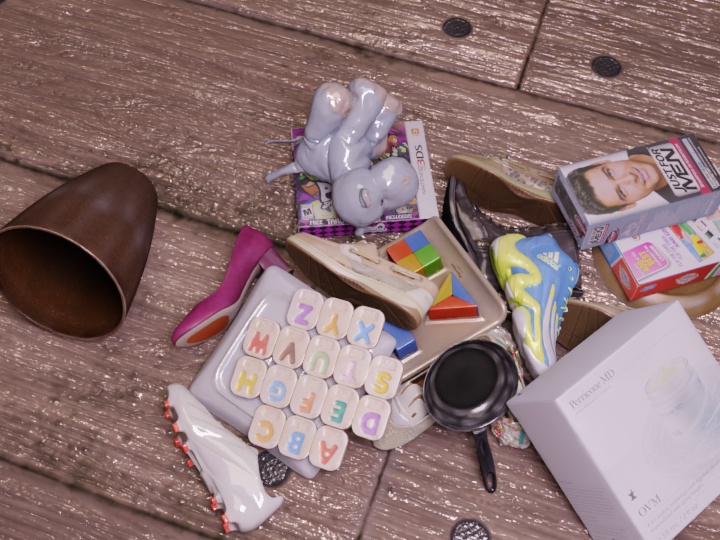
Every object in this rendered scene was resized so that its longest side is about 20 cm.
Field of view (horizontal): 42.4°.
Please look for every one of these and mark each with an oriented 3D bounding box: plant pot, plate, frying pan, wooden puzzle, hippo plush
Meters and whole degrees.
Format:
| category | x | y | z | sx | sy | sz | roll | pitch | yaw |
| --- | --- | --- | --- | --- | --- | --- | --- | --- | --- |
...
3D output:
| category | x | y | z | sx | sy | sz | roll | pitch | yaw |
| --- | --- | --- | --- | --- | --- | --- | --- | --- | --- |
| plant pot | 0.422 | -0.025 | 1.277 | 0.199 | 0.028 | 0.201 | 1 | 57 | -1 |
| plate | -0.089 | 0.118 | 1.135 | 0.200 | 0.032 | 0.200 | 30 | 83 | 18 |
| frying pan | 0.146 | 0.158 | 1.079 | 0.115 | 0.190 | 0.031 | -36 | 22 | 1 |
| plant pot | -0.348 | -0.045 | 1.202 | 0.186 | 0.187 | 0.200 | 14 | 44 | 7 |
| wooden puzzle | 0.058 | 0.036 | 1.186 | 0.200 | 0.046 | 0.185 | -32 | 58 | -3 |
| hippo plush | -0.009 | -0.146 | 1.223 | 0.199 | 0.160 | 0.161 | -22 | 60 | -15 |

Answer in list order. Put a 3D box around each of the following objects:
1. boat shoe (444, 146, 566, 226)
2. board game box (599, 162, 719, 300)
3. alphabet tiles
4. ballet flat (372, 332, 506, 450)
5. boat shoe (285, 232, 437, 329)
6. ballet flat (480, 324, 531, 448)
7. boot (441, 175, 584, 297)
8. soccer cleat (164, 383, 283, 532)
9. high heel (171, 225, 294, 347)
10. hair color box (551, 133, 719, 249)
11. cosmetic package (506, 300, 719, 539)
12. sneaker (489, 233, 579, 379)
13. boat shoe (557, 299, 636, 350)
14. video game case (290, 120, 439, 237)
| category | x | y | z | sx | sy | sz | roll | pitch | yaw |
| --- | --- | --- | --- | --- | --- | --- | --- | --- | --- |
| boat shoe | 0.216 | -0.121 | 1.312 | 0.199 | 0.073 | 0.063 | 25 | 54 | 1 |
| board game box | 0.424 | -0.055 | 1.257 | 0.199 | 0.040 | 0.153 | -15 | 59 | -10 |
| alphabet tiles | -0.053 | 0.126 | 1.097 | 0.199 | 0.015 | 0.196 | 16 | 81 | 15 |
| ballet flat | 0.085 | 0.138 | 1.110 | 0.200 | 0.062 | 0.068 | -37 | 55 | 1 |
| boat shoe | 0.000 | 0.000 | 1.148 | 0.200 | 0.072 | 0.065 | 27 | 64 | 19 |
| ballet flat | 0.176 | 0.124 | 1.157 | 0.075 | 0.064 | 0.201 | -13 | 58 | -10 |
| boot | 0.208 | -0.046 | 1.268 | 0.173 | 0.069 | 0.201 | -8 | 67 | -8 |
| soccer cleat | -0.166 | 0.214 | 1.096 | 0.077 | 0.069 | 0.200 | -26 | 69 | -22 |
| high heel | -0.187 | 0.020 | 1.212 | 0.096 | 0.068 | 0.200 | 44 | 52 | 14 |
| hair color box | 0.367 | -0.106 | 1.227 | 0.199 | 0.061 | 0.099 | -15 | 59 | -9 |
| cosmetic package | 0.312 | 0.174 | 1.049 | 0.199 | 0.123 | 0.200 | -34 | 91 | -20 |
| sneaker | 0.235 | 0.038 | 1.156 | 0.105 | 0.076 | 0.201 | -16 | 72 | 2 |
| boat shoe | 0.336 | 0.079 | 1.193 | 0.199 | 0.072 | 0.065 | 14 | 21 | 20 |
| video game case | 0.003 | -0.132 | 1.330 | 0.199 | 0.036 | 0.182 | -4 | 57 | -4 |
